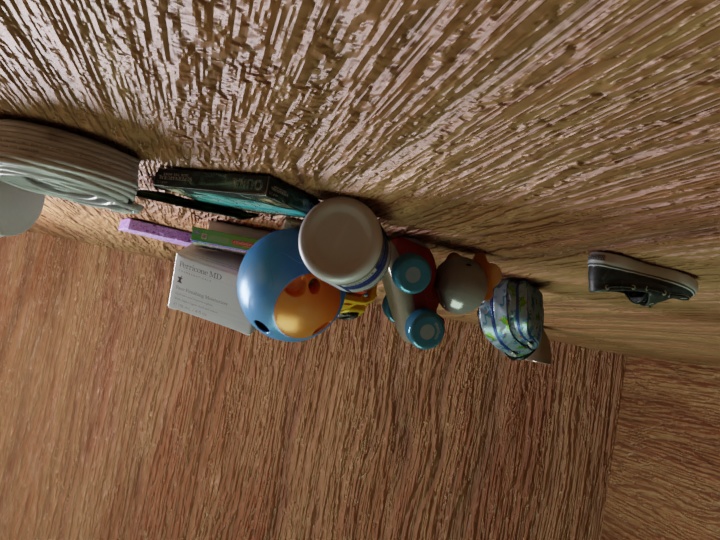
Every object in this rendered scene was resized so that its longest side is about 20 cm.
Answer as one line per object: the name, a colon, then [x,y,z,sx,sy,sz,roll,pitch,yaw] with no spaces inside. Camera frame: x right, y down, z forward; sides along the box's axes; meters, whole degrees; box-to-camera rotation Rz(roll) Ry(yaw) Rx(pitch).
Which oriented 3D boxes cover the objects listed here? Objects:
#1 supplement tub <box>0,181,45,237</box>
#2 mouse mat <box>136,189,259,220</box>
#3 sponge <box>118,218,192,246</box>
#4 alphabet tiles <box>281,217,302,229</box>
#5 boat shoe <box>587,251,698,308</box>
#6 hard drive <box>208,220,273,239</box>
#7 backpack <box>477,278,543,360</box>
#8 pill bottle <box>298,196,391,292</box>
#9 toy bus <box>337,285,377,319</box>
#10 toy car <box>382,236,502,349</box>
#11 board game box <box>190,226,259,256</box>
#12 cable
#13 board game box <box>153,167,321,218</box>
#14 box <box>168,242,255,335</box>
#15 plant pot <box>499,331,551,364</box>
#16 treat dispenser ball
supplement tub: [-0.582,-0.123,1.059,0.197,0.147,0.144,8,174,24]
mouse mat: [-0.266,-0.106,1.142,0.197,0.008,0.161,14,-173,1]
sponge: [-0.501,-0.093,1.821,0.197,0.030,0.111,15,174,-31]
alphabet tiles: [-0.060,-0.068,1.319,0.163,0.006,0.200,12,174,-8]
boat shoe: [0.401,0.022,1.031,0.197,0.058,0.068,14,174,-24]
hard drive: [-0.212,-0.067,1.526,0.196,0.027,0.132,11,175,1]
backpack: [0.313,0.089,1.492,0.152,0.166,0.199,-7,157,45]
pill bottle: [-0.015,-0.029,1.035,0.114,0.118,0.200,10,174,8]
toy bus: [-0.024,0.038,1.800,0.198,0.138,0.190,13,159,-43]
toy car: [0.138,0.013,1.202,0.197,0.180,0.184,-17,-167,-9]
board game box: [-0.243,-0.050,1.476,0.196,0.030,0.135,11,175,-8]
cable: [-0.389,-0.137,0.941,0.196,0.070,0.200,12,174,-3]
board game box: [-0.171,-0.107,1.011,0.197,0.029,0.135,8,175,29]
box: [-0.283,0.021,1.576,0.196,0.133,0.200,17,-160,8]
plant pot: [0.640,0.275,2.754,0.197,0.137,0.200,11,174,1]
treat dispenser ball: [-0.123,0.027,1.302,0.197,0.205,0.201,11,175,1]
